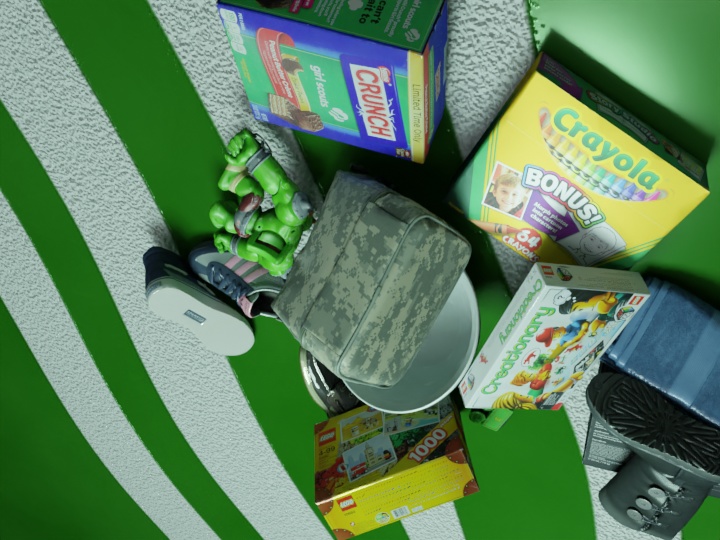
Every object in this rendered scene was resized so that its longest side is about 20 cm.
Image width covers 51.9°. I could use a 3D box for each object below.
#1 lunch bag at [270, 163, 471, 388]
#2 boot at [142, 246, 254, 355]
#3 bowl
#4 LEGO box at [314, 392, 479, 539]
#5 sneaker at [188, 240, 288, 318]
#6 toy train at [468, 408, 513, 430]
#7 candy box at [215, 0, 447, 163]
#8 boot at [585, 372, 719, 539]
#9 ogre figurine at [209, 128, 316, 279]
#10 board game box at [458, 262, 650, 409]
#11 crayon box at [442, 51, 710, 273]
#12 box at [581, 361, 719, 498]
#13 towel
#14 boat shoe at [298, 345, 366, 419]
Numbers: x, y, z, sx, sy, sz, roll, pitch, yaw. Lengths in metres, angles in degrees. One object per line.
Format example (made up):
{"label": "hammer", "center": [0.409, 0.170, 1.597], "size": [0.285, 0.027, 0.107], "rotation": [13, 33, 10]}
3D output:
{"label": "lunch bag", "center": [0.000, 0.000, 0.803], "size": [0.167, 0.139, 0.203], "rotation": [32, 96, 36]}
{"label": "boot", "center": [-0.226, 0.042, 1.050], "size": [0.072, 0.091, 0.200], "rotation": [-33, 137, 11]}
{"label": "bowl", "center": [0.066, 0.067, 0.885], "size": [0.198, 0.090, 0.206], "rotation": [-6, 80, 32]}
{"label": "LEGO box", "center": [0.043, 0.243, 0.973], "size": [0.197, 0.150, 0.078], "rotation": [-22, 118, 8]}
{"label": "sneaker", "center": [-0.152, 0.018, 0.980], "size": [0.196, 0.082, 0.071], "rotation": [14, 132, 15]}
{"label": "toy train", "center": [0.199, 0.138, 0.940], "size": [0.056, 0.042, 0.201], "rotation": [22, 132, -6]}
{"label": "candy box", "center": [-0.019, -0.199, 0.712], "size": [0.196, 0.078, 0.170], "rotation": [16, 157, 12]}
{"label": "boot", "center": [0.306, 0.214, 0.827], "size": [0.164, 0.066, 0.201], "rotation": [33, 153, 22]}
{"label": "ogre figurine", "center": [-0.120, -0.064, 0.894], "size": [0.119, 0.098, 0.202], "rotation": [36, 122, 9]}
{"label": "board game box", "center": [0.199, 0.077, 0.784], "size": [0.124, 0.035, 0.202], "rotation": [4, 134, -19]}
{"label": "crayon box", "center": [0.210, -0.086, 0.745], "size": [0.198, 0.059, 0.173], "rotation": [33, 132, -2]}
{"label": "box", "center": [0.371, 0.178, 0.863], "size": [0.196, 0.079, 0.143], "rotation": [11, 132, 18]}
{"label": "towel", "center": [0.364, 0.099, 0.776], "size": [0.198, 0.048, 0.113], "rotation": [33, 92, 21]}
{"label": "boat shoe", "center": [-0.025, 0.175, 1.057], "size": [0.065, 0.072, 0.203], "rotation": [-13, 120, 20]}
